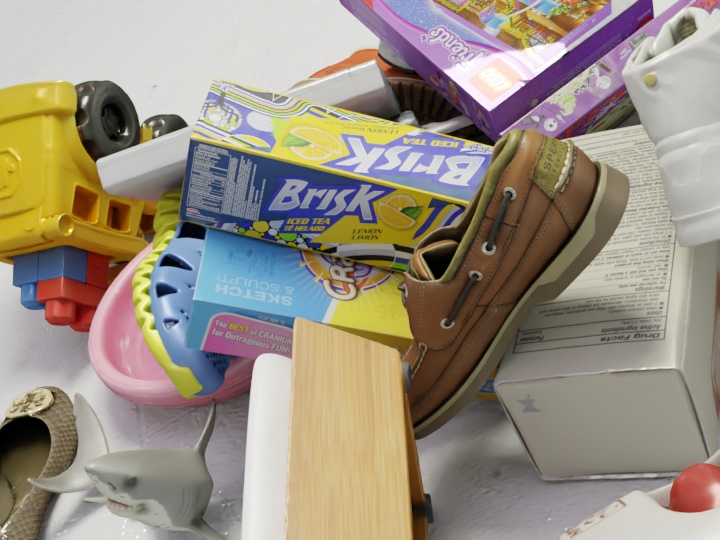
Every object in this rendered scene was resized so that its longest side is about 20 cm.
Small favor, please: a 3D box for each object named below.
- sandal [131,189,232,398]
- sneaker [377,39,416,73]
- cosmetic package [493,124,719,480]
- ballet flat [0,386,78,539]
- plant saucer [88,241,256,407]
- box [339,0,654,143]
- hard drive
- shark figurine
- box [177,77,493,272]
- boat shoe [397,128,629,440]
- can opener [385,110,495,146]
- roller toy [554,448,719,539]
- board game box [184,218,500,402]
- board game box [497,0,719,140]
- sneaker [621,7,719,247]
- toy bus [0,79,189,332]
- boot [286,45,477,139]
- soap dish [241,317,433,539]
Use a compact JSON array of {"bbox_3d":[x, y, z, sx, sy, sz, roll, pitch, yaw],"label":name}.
[{"bbox_3d":[-0.097,0.001,0.782,0.087,0.080,0.200,-17,39,12],"label":"sandal"},{"bbox_3d":[0.114,-0.181,0.882,0.199,0.080,0.074,9,20,6],"label":"sneaker"},{"bbox_3d":[0.151,0.012,0.664,0.103,0.087,0.200,-6,41,28],"label":"cosmetic package"},{"bbox_3d":[-0.244,0.150,0.816,0.067,0.046,0.200,-17,38,17],"label":"ballet flat"},{"bbox_3d":[-0.103,0.026,0.860,0.200,0.051,0.201,-19,38,16],"label":"plant saucer"},{"bbox_3d":[0.086,-0.190,0.815,0.137,0.039,0.200,-36,54,-7],"label":"box"},{"bbox_3d":[-0.073,-0.095,0.830,0.199,0.027,0.132,-19,-2,7],"label":"hard drive"},{"bbox_3d":[-0.123,0.118,0.734,0.214,0.128,0.090,-13,55,67],"label":"shark figurine"},{"bbox_3d":[-0.004,-0.051,0.710,0.199,0.064,0.070,14,40,-3],"label":"box"},{"bbox_3d":[0.054,0.007,0.607,0.200,0.068,0.072,-56,12,33],"label":"boat shoe"},{"bbox_3d":[0.034,-0.085,0.843,0.199,0.067,0.053,-17,10,4],"label":"can opener"},{"bbox_3d":[0.140,0.159,0.414,0.139,0.183,0.200,-30,36,2],"label":"roller toy"},{"bbox_3d":[0.000,0.000,0.734,0.199,0.040,0.153,10,40,-7],"label":"board game box"},{"bbox_3d":[0.173,-0.122,0.795,0.200,0.120,0.032,-37,75,-7],"label":"board game box"},{"bbox_3d":[0.211,-0.093,0.634,0.074,0.116,0.200,-20,2,39],"label":"sneaker"},{"bbox_3d":[-0.223,-0.042,0.957,0.135,0.200,0.193,-11,76,26],"label":"toy bus"},{"bbox_3d":[0.038,-0.144,0.949,0.199,0.075,0.107,16,43,39],"label":"boot"},{"bbox_3d":[-0.005,0.144,0.571,0.081,0.158,0.200,-6,39,4],"label":"soap dish"}]
